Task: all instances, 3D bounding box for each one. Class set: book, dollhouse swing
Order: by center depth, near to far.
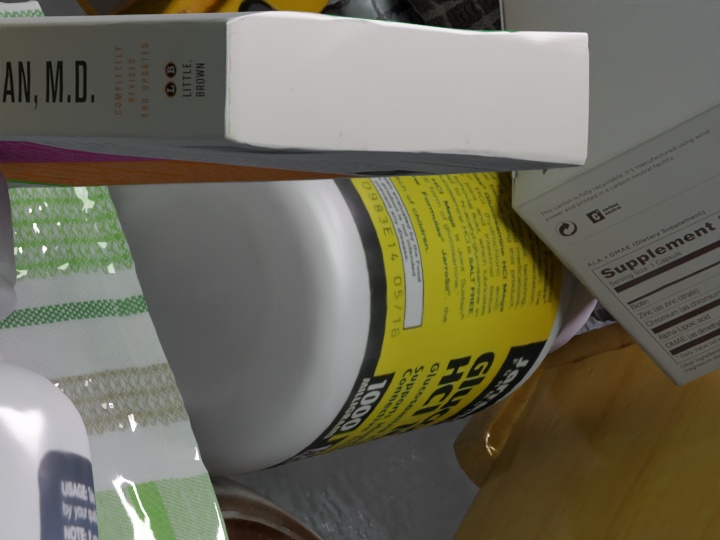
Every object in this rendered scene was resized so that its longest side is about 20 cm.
[{"bbox_3d":[-0.063,-0.042,0.629,0.133,0.200,0.048,-1,94,-52],"label":"book"},{"bbox_3d":[0.143,0.101,0.912,0.182,0.200,0.176,42,47,-31],"label":"dollhouse swing"}]

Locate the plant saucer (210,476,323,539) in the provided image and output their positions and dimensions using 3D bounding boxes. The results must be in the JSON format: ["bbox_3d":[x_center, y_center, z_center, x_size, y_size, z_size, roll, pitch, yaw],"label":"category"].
[{"bbox_3d":[-0.033,0.146,0.776,0.200,0.032,0.201,34,43,-39],"label":"plant saucer"}]

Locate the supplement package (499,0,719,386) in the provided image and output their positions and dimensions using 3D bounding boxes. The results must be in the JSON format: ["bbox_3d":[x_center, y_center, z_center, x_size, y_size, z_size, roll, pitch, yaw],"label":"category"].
[{"bbox_3d":[0.139,-0.092,0.886,0.111,0.156,0.200,44,31,-36],"label":"supplement package"}]

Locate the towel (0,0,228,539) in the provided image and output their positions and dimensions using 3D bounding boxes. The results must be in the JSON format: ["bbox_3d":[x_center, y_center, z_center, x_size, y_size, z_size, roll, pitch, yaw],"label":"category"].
[{"bbox_3d":[-0.122,0.016,0.721,0.149,0.031,0.200,-5,69,-44],"label":"towel"}]

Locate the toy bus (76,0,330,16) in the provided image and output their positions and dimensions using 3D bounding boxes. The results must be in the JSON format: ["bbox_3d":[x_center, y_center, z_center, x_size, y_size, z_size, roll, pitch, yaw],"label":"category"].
[{"bbox_3d":[-0.044,-0.116,0.917,0.078,0.065,0.200,54,33,-14],"label":"toy bus"}]

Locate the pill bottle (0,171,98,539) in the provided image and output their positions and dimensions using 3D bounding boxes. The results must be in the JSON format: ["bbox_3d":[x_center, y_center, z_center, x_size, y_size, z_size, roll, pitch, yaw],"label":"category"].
[{"bbox_3d":[-0.118,0.078,0.586,0.119,0.119,0.201,11,70,-52],"label":"pill bottle"}]

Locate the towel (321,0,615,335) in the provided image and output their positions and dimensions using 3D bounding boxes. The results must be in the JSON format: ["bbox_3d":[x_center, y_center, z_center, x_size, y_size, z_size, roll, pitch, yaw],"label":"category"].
[{"bbox_3d":[0.076,-0.080,1.032,0.166,0.085,0.200,57,26,-12],"label":"towel"}]

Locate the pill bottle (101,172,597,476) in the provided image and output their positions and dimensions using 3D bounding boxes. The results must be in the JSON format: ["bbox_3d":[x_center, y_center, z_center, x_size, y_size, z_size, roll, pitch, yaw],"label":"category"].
[{"bbox_3d":[0.000,0.000,0.852,0.200,0.112,0.113,-9,75,-57],"label":"pill bottle"}]
